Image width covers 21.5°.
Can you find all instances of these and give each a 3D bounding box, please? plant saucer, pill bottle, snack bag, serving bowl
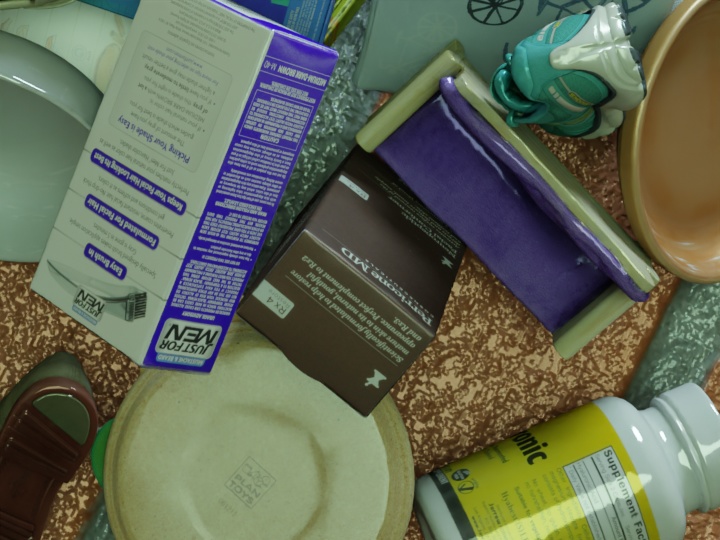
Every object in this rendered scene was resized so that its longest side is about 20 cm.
[{"bbox_3d":[0.230,-0.092,1.229,0.199,0.037,0.201,-14,111,-39],"label":"plant saucer"},{"bbox_3d":[0.141,0.149,1.228,0.199,0.111,0.112,-22,93,-6],"label":"pill bottle"},{"bbox_3d":[0.099,-0.168,1.198,0.199,0.189,0.021,4,54,-6],"label":"snack bag"},{"bbox_3d":[-0.231,-0.087,1.165,0.199,0.200,0.066,15,56,-6],"label":"serving bowl"}]

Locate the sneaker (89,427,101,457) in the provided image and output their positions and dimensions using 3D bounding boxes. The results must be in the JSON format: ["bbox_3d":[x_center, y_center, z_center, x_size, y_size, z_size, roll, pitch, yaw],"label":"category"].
[{"bbox_3d":[-0.092,0.078,1.225,0.200,0.075,0.087,-35,88,-5],"label":"sneaker"}]

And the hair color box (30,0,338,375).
[{"bbox_3d":[-0.102,-0.055,1.078,0.109,0.065,0.201,30,101,38],"label":"hair color box"}]

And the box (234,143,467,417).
[{"bbox_3d":[0.000,0.000,1.164,0.100,0.200,0.075,39,112,-5],"label":"box"}]

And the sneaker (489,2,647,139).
[{"bbox_3d":[0.115,-0.118,1.134,0.079,0.200,0.078,-14,86,0],"label":"sneaker"}]

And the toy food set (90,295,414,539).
[{"bbox_3d":[-0.066,0.128,1.167,0.199,0.049,0.199,26,92,4],"label":"toy food set"}]

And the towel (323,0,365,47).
[{"bbox_3d":[-0.006,-0.178,1.223,0.018,0.086,0.200,38,86,-2],"label":"towel"}]

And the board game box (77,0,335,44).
[{"bbox_3d":[-0.102,-0.211,1.108,0.199,0.045,0.152,19,133,-2],"label":"board game box"}]

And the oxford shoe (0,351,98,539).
[{"bbox_3d":[-0.230,0.139,1.217,0.070,0.075,0.200,34,106,-20],"label":"oxford shoe"}]

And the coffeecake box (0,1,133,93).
[{"bbox_3d":[-0.157,-0.181,1.213,0.199,0.073,0.154,15,87,-6],"label":"coffeecake box"}]

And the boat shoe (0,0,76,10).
[{"bbox_3d":[-0.187,-0.181,1.086,0.199,0.063,0.071,-4,129,18],"label":"boat shoe"}]

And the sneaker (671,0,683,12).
[{"bbox_3d":[0.169,-0.211,1.225,0.200,0.115,0.075,34,84,-5],"label":"sneaker"}]

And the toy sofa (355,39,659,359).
[{"bbox_3d":[0.093,-0.041,1.191,0.083,0.098,0.200,-41,102,16],"label":"toy sofa"}]
